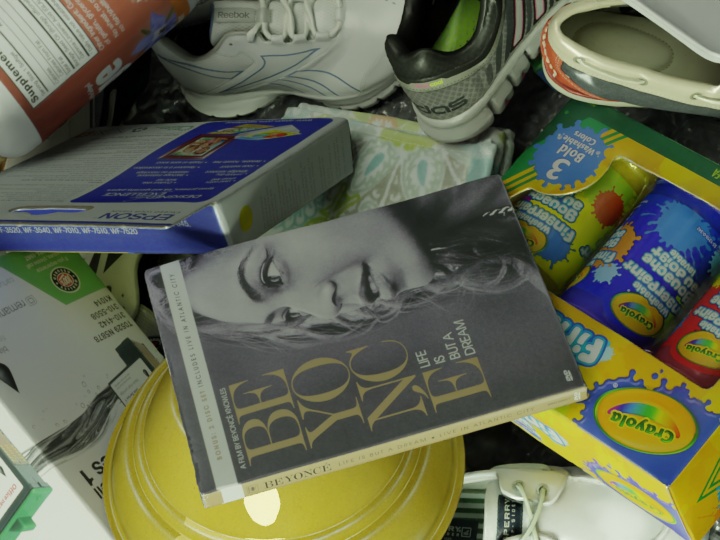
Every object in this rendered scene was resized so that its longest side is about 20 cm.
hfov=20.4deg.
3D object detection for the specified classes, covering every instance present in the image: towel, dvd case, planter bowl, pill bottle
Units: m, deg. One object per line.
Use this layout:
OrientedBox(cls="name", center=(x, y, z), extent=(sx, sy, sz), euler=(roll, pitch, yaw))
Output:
OrientedBox(cls="towel", center=(0.000, 0.000, 1.203), extent=(0.170, 0.048, 0.201), euler=(12, 79, 37))
OrientedBox(cls="dvd case", center=(-0.001, 0.032, 1.030), extent=(0.199, 0.016, 0.149), euler=(-16, 52, -4))
OrientedBox(cls="planter bowl", center=(-0.045, 0.080, 1.064), extent=(0.199, 0.084, 0.201), euler=(-3, 50, 3))
OrientedBox(cls="pill bottle", center=(-0.203, -0.141, 1.207), extent=(0.200, 0.112, 0.112), euler=(-42, 54, -10))

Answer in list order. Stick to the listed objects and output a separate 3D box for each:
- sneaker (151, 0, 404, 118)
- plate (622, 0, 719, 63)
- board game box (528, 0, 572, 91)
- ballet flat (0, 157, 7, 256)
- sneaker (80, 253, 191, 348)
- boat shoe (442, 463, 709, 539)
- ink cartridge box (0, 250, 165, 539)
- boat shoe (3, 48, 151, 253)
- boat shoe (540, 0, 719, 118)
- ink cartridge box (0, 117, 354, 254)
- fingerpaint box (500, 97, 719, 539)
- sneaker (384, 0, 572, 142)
OrientedBox(cls="sneaker", center=(-0.046, -0.143, 1.258), extent=(0.199, 0.087, 0.075), euler=(-10, 66, 27))
OrientedBox(cls="plate", center=(0.189, -0.191, 1.072), extent=(0.199, 0.032, 0.200), euler=(-32, 52, -26))
OrientedBox(cls="board game box", center=(0.162, -0.223, 1.188), extent=(0.199, 0.037, 0.152), euler=(-33, 59, 16))
OrientedBox(cls="ballet flat", center=(-0.264, -0.072, 1.380), extent=(0.067, 0.064, 0.201), euler=(7, 77, 33))
OrientedBox(cls="sneaker", center=(-0.166, 0.042, 1.271), extent=(0.088, 0.074, 0.201), euler=(24, 86, 37))
OrientedBox(cls="boat shoe", center=(0.086, 0.142, 1.084), extent=(0.199, 0.067, 0.074), euler=(-11, 68, 28))
OrientedBox(cls="ink cartridge box", center=(-0.172, 0.093, 1.163), extent=(0.200, 0.146, 0.084), euler=(49, 122, 6))
OrientedBox(cls="boat shoe", center=(-0.183, -0.091, 1.340), extent=(0.074, 0.093, 0.201), euler=(20, 112, 31))
OrientedBox(cls="boat shoe", center=(0.196, -0.119, 1.072), extent=(0.199, 0.063, 0.072), euler=(3, 77, 2))
OrientedBox(cls="ink cartridge box", center=(-0.134, -0.041, 1.160), extent=(0.197, 0.200, 0.047), euler=(2, 113, 30))
OrientedBox(cls="fingerpaint box", center=(0.144, 0.019, 1.063), extent=(0.200, 0.073, 0.167), euler=(34, 75, 36))
OrientedBox(cls="sneaker", center=(0.078, -0.174, 1.144), extent=(0.074, 0.087, 0.201), euler=(28, 85, 37))
